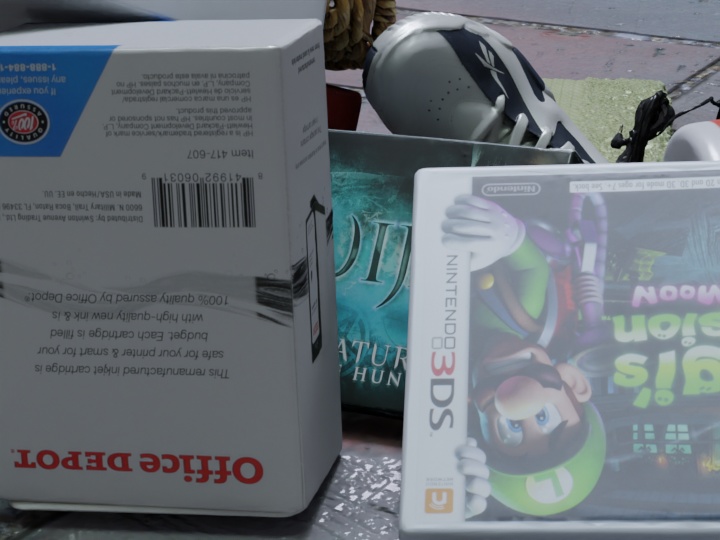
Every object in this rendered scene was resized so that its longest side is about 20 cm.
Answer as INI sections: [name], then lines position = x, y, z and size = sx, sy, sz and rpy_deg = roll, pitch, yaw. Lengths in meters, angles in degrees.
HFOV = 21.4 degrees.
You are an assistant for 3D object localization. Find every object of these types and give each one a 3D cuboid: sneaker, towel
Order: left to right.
[sneaker]
position = 0.090, -0.046, 0.974
size = 0.079, 0.199, 0.130
rpy_deg = -41, 41, 2
[towel]
position = 0.130, -0.084, 1.208
size = 0.147, 0.037, 0.200
rpy_deg = 1, 23, 9

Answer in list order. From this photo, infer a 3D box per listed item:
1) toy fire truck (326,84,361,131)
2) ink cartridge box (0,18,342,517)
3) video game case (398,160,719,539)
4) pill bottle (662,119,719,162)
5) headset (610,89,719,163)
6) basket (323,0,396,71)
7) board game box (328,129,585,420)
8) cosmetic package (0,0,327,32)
[toy fire truck]
position = -0.022, -0.049, 1.066
size = 0.167, 0.113, 0.200
rpy_deg = 6, 8, -37
[ink cartridge box]
position = -0.088, -0.003, 0.824
size = 0.145, 0.201, 0.084
rpy_deg = 1, 15, 12
[video game case]
position = 0.118, 0.033, 0.810
size = 0.199, 0.023, 0.183
rpy_deg = -1, 59, 7
[pill bottle]
position = 0.259, -0.028, 0.949
size = 0.199, 0.112, 0.112
rpy_deg = -6, 22, -7
[headset]
position = 0.243, -0.069, 1.104
size = 0.199, 0.094, 0.124
rpy_deg = 10, 29, -26
[basket]
position = -0.066, -0.202, 1.015
size = 0.149, 0.144, 0.199
rpy_deg = 28, -10, -37
[board game box]
position = 0.000, 0.000, 0.911
size = 0.199, 0.136, 0.028
rpy_deg = 6, -14, 24
[cosmetic package]
position = -0.137, -0.127, 0.896
size = 0.199, 0.052, 0.151
rpy_deg = 15, -17, -27
